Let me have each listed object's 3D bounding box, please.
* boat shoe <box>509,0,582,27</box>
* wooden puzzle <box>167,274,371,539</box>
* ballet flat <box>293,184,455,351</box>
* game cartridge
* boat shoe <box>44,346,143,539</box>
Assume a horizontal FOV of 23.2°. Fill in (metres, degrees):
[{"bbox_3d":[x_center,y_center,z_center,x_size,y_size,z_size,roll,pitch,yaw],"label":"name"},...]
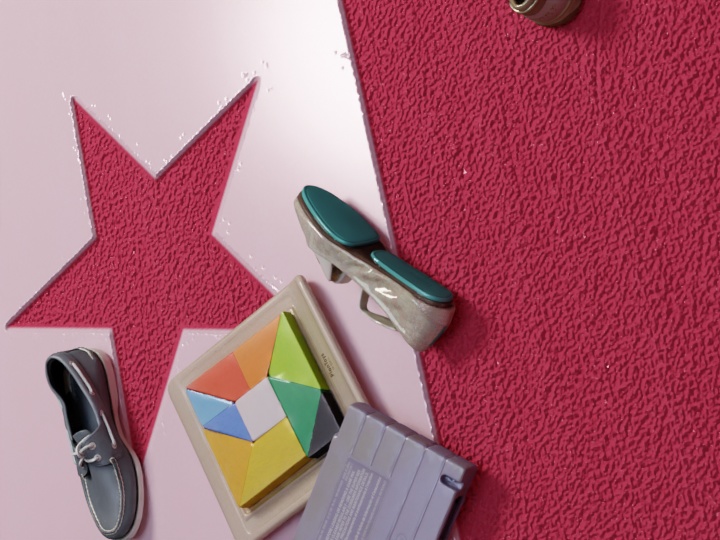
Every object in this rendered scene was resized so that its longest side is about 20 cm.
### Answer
[{"bbox_3d":[0.147,-0.307,1.470,0.073,0.063,0.201,-3,82,36],"label":"boat shoe"},{"bbox_3d":[-0.085,0.131,1.604,0.200,0.037,0.185,-41,63,26],"label":"wooden puzzle"},{"bbox_3d":[0.000,0.000,1.542,0.200,0.067,0.062,41,118,33],"label":"ballet flat"},{"bbox_3d":[0.009,0.228,1.510,0.129,0.038,0.201,29,104,30],"label":"game cartridge"},{"bbox_3d":[-0.266,0.170,1.717,0.073,0.062,0.201,-26,70,31],"label":"boat shoe"}]
